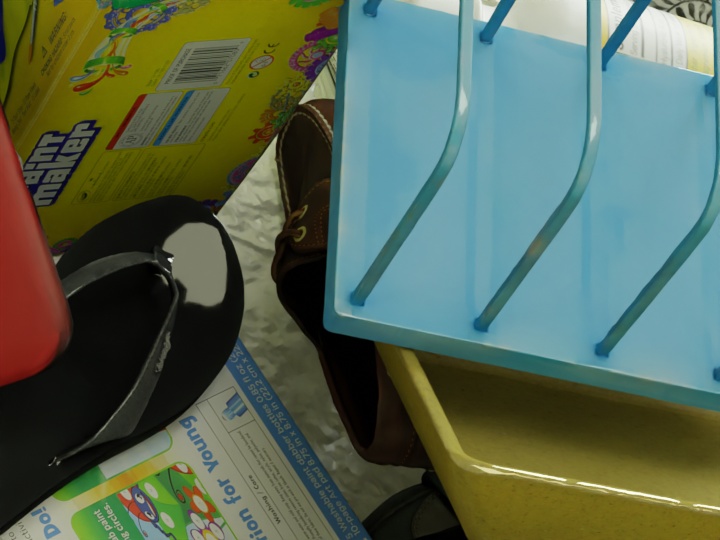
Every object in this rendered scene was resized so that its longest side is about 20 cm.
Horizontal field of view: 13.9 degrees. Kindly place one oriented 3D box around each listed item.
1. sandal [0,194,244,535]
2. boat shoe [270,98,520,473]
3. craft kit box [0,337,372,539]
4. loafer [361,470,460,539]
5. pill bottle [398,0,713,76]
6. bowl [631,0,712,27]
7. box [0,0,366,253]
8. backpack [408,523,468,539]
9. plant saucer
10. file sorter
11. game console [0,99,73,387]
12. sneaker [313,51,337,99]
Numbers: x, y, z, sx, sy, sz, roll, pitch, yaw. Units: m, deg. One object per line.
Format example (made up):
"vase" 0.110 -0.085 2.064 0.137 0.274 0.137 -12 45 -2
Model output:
"sandal" -0.105 0.039 1.099 0.076 0.043 0.200 42 51 2
"boat shoe" 0.000 0.000 1.197 0.070 0.071 0.200 -5 42 -23
"craft kit box" -0.091 0.120 1.111 0.197 0.049 0.201 -23 74 -39
"loafer" 0.067 0.170 1.160 0.063 0.072 0.200 -32 72 -9
"pill bottle" 0.099 -0.052 1.174 0.199 0.111 0.112 16 54 -13
"bowl" 0.149 -0.061 1.313 0.199 0.094 0.202 8 66 -19
"box" -0.106 -0.139 1.163 0.121 0.200 0.194 -6 63 -30
"backpack" 0.013 0.185 1.008 0.189 0.154 0.201 10 99 -22
"plant saucer" 0.099 0.064 1.068 0.199 0.049 0.200 12 20 -16
"file sorter" 0.101 -0.048 1.032 0.199 0.123 0.140 12 57 -14
"game console" -0.220 -0.029 1.087 0.199 0.119 0.173 -18 35 1
"sneaker" 0.015 -0.107 1.283 0.077 0.085 0.200 -30 79 -38
